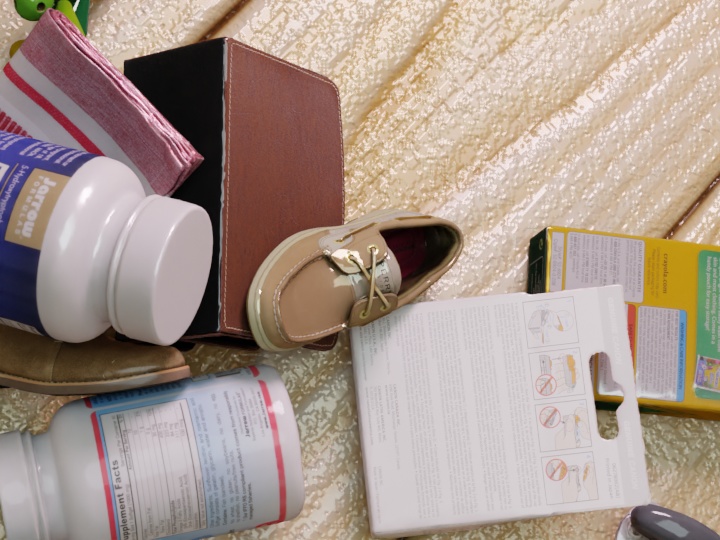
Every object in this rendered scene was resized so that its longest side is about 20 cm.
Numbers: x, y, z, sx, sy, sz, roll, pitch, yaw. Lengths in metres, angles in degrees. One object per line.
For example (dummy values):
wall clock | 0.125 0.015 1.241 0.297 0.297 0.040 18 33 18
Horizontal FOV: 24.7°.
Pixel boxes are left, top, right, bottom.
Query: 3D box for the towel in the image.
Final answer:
towel | -0.217 -0.057 1.119 0.144 0.023 0.200 44 112 1

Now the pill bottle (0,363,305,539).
pill bottle | -0.144 0.133 1.110 0.198 0.109 0.110 -10 80 -13

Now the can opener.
can opener | 0.272 0.238 1.192 0.199 0.067 0.054 36 75 -2

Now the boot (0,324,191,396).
boot | -0.208 0.045 1.100 0.198 0.074 0.076 3 88 15

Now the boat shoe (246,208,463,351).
boat shoe | 0.000 0.000 1.138 0.200 0.066 0.075 -33 113 -48

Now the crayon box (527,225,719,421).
crayon box | 0.224 0.043 1.232 0.198 0.052 0.127 6 78 -9

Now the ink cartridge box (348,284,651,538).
ink cartridge box | 0.097 0.100 1.175 0.198 0.050 0.163 -6 79 0

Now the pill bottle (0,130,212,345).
pill bottle | -0.202 -0.021 1.048 0.198 0.120 0.121 14 75 15

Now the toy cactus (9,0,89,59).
toy cactus | -0.210 -0.211 1.163 0.101 0.202 0.165 14 32 12

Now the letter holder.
letter holder | -0.088 -0.045 1.166 0.142 0.100 0.202 12 75 -52
